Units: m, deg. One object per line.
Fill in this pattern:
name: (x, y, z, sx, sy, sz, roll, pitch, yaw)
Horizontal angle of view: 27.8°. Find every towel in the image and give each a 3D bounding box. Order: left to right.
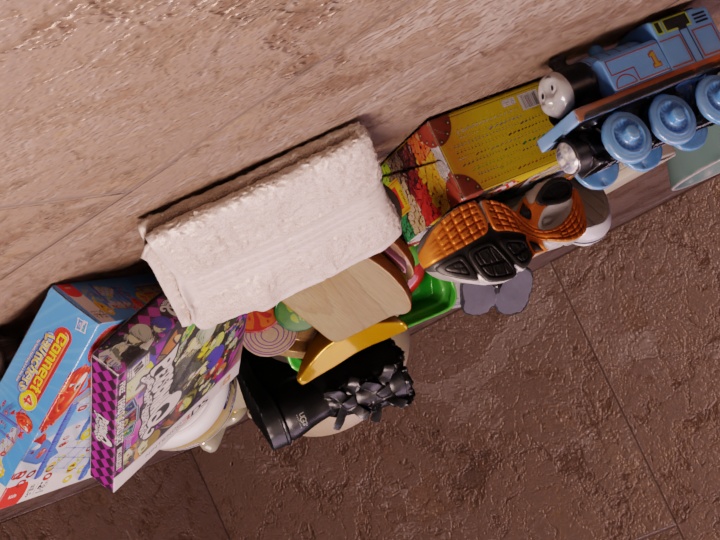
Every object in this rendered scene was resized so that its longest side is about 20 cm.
towel: (-0.068, -0.030, 1.144, 0.199, 0.035, 0.133, -26, 142, -4)

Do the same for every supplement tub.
supplement tub: (-0.207, 0.118, 1.548, 0.144, 0.145, 0.200, -25, 174, -4)

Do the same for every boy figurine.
boy figurine: (0.108, -0.041, 1.428, 0.124, 0.200, 0.065, -3, 127, -9)

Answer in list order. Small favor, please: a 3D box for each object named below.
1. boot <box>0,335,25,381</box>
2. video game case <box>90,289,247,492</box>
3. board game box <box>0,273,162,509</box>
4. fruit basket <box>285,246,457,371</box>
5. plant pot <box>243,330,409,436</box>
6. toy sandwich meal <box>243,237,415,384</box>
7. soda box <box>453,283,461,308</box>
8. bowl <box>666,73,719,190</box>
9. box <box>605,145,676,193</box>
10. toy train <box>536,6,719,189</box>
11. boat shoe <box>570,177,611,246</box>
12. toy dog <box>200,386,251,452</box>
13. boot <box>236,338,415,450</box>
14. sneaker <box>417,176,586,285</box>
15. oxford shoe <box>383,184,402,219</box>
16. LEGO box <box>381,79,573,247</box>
boot: (-0.323, 0.108, 1.323, 0.200, 0.069, 0.174, -39, 168, 29)
video game case: (-0.169, 0.084, 1.298, 0.181, 0.036, 0.200, -44, 161, -35)
board game box: (-0.243, 0.101, 1.293, 0.196, 0.056, 0.200, -58, 163, 16)
fruit basket: (0.000, 0.000, 1.469, 0.215, 0.156, 0.216, -18, -170, 3)
plant pot: (-0.062, 0.070, 1.658, 0.200, 0.201, 0.135, -27, 139, 13)
toy sandwich meal: (-0.041, 0.025, 1.352, 0.205, 0.205, 0.070, -28, -144, 21)
soda box: (0.059, 0.011, 1.739, 0.068, 0.064, 0.200, -10, -174, -40)
bowl: (0.442, -0.185, 1.745, 0.200, 0.105, 0.201, -25, 173, -3)
box: (0.226, -0.114, 1.563, 0.200, 0.095, 0.078, -29, 173, 38)
toy train: (0.237, -0.148, 1.247, 0.199, 0.115, 0.087, -23, 170, -26)
boat shoe: (0.197, -0.065, 1.469, 0.073, 0.067, 0.200, -12, -148, -10)
toy dog: (-0.135, 0.121, 1.891, 0.200, 0.140, 0.194, -28, -174, 25)
boot: (-0.042, 0.110, 1.524, 0.162, 0.074, 0.198, -21, -156, -11)
sneaker: (0.113, -0.022, 1.290, 0.200, 0.076, 0.092, -17, 173, -43)
oxford shoe: (-0.062, -0.037, 1.240, 0.199, 0.072, 0.071, -11, 174, -19)
LEGO box: (0.127, -0.105, 1.331, 0.199, 0.077, 0.149, -22, 172, -25)
